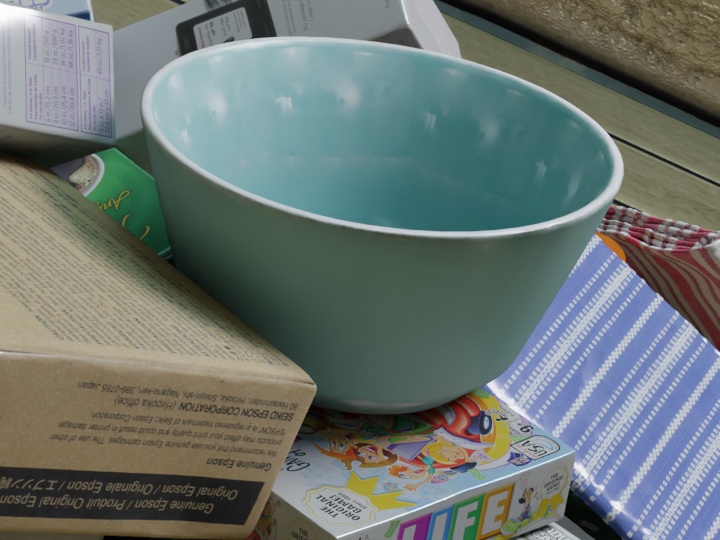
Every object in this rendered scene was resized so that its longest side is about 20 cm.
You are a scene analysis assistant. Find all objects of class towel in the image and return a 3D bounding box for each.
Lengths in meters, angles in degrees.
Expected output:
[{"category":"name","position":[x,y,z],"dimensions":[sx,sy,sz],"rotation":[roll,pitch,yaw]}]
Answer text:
[{"category":"towel","position":[0.189,0.028,1.316],"dimensions":[0.147,0.030,0.200],"rotation":[52,-14,-21]},{"category":"towel","position":[0.122,0.061,1.069],"dimensions":[0.200,0.024,0.145],"rotation":[44,42,0]}]

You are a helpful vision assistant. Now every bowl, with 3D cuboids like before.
[{"category":"bowl","position":[0.002,-0.013,0.933],"dimensions":[0.199,0.106,0.201],"rotation":[8,25,-4]}]

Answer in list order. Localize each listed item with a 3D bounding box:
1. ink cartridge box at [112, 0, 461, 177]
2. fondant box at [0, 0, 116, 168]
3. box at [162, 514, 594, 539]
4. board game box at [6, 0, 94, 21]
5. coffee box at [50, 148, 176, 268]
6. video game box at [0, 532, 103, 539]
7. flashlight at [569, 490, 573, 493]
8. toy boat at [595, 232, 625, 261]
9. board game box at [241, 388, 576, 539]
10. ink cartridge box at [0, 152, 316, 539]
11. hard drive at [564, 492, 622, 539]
[{"category":"ink cartridge box","position":[-0.053,-0.083,1.129],"dimensions":[0.116,0.199,0.067],"rotation":[50,23,-56]},{"category":"fondant box","position":[-0.221,-0.078,0.930],"dimensions":[0.144,0.059,0.199],"rotation":[-12,-13,43]},{"category":"box","position":[0.021,0.122,0.914],"dimensions":[0.136,0.040,0.200],"rotation":[-11,34,-37]},{"category":"board game box","position":[-0.235,-0.117,1.137],"dimensions":[0.199,0.044,0.199],"rotation":[-12,0,-5]},{"category":"coffee box","position":[-0.167,-0.020,1.074],"dimensions":[0.123,0.044,0.200],"rotation":[-32,44,-24]},{"category":"video game box","position":[-0.217,0.041,0.882],"dimensions":[0.199,0.047,0.182],"rotation":[12,21,-42]},{"category":"flashlight","position":[0.108,0.078,1.100],"dimensions":[0.199,0.068,0.068],"rotation":[17,20,-25]},{"category":"toy boat","position":[0.113,0.040,1.271],"dimensions":[0.199,0.131,0.130],"rotation":[14,17,-39]},{"category":"board game box","position":[-0.028,0.060,0.936],"dimensions":[0.134,0.034,0.200],"rotation":[-15,35,-41]},{"category":"ink cartridge box","position":[-0.142,0.019,0.841],"dimensions":[0.164,0.075,0.200],"rotation":[9,21,-47]},{"category":"hard drive","position":[0.065,0.124,1.072],"dimensions":[0.199,0.038,0.140],"rotation":[26,14,11]}]
